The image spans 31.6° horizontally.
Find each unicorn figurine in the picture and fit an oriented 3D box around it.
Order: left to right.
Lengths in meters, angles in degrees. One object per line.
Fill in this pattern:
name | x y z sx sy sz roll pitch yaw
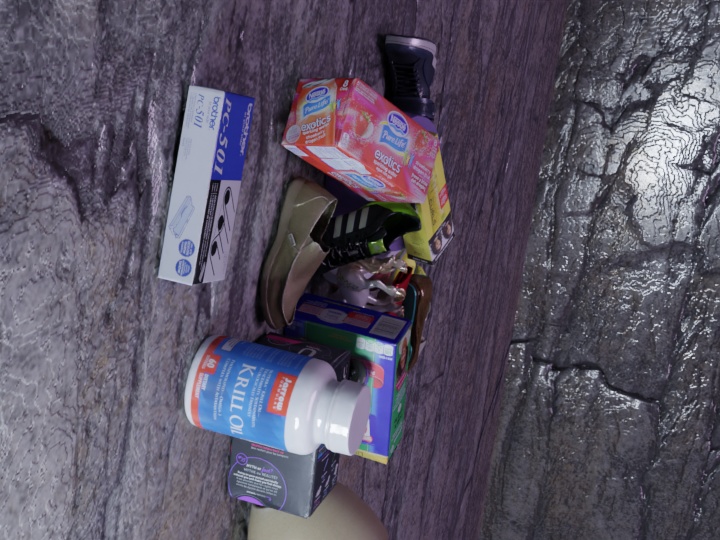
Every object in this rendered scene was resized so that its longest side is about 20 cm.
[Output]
unicorn figurine | -0.004 0.039 1.819 0.074 0.136 0.201 -86 179 -52

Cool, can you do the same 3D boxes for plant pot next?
plant pot | -0.078 0.356 1.761 0.135 0.199 0.200 62 29 -13

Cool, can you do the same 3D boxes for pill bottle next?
pill bottle | -0.093 0.148 1.473 0.112 0.198 0.113 12 90 -74

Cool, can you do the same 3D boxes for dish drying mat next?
dish drying mat | 0.037 0.093 1.932 0.077 0.018 0.201 -56 165 -62

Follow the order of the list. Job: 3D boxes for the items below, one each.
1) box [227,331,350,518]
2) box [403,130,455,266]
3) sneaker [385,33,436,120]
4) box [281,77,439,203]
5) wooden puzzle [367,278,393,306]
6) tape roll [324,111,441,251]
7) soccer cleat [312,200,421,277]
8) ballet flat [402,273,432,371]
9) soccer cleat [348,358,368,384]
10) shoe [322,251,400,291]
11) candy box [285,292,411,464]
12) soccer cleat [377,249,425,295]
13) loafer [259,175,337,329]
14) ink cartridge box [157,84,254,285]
box | -0.092 0.198 1.656 0.106 0.121 0.202 -39 139 -65
box | 0.088 -0.104 1.826 0.075 0.050 0.201 -51 144 -33
sneaker | 0.074 -0.279 1.975 0.202 0.076 0.148 28 72 -75
box | 0.004 -0.165 1.645 0.199 0.099 0.096 29 72 -48
wooden puzzle | -0.001 0.133 1.965 0.201 0.037 0.186 101 11 -50
tape roll | 0.035 -0.135 1.857 0.200 0.084 0.202 -38 136 -49
soccer cleat | -0.010 -0.041 1.714 0.199 0.081 0.068 -29 128 -18
ballet flat | 0.077 0.092 2.003 0.072 0.068 0.202 -21 129 -46
soccer cleat | -0.047 0.196 1.746 0.073 0.068 0.200 22 120 -41
shoe | 0.000 0.000 1.929 0.200 0.071 0.091 -35 154 -50
candy box | -0.021 0.151 1.787 0.077 0.168 0.202 -49 148 -54
soccer cleat | 0.070 0.023 2.085 0.065 0.083 0.202 124 -30 -62
loafer | -0.079 -0.020 1.643 0.076 0.067 0.202 11 90 -74
ink cartridge box | -0.162 -0.089 1.344 0.094 0.044 0.202 -14 114 -75
